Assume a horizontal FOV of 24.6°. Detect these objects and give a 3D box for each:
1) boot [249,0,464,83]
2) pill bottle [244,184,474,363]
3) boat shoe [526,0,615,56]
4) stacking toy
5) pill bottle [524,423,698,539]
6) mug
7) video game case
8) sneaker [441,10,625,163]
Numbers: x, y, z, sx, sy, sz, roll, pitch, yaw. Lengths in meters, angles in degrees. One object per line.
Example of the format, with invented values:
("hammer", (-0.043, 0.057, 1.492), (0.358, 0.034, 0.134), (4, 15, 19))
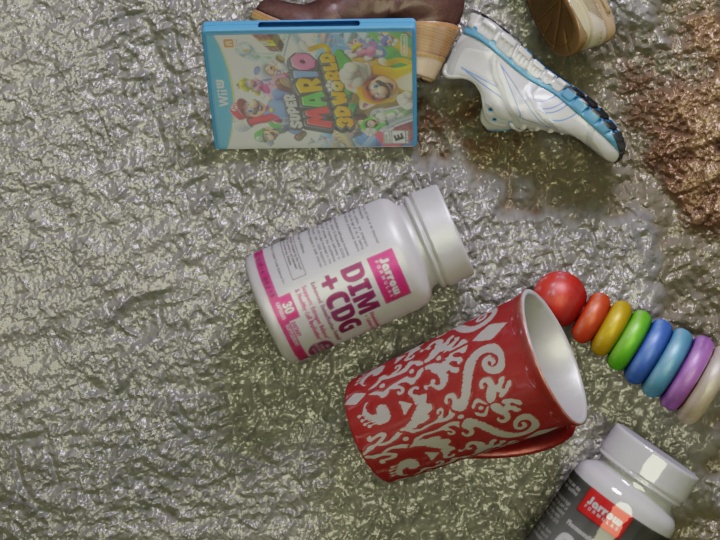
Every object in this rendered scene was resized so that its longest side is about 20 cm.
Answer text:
("boot", (0.006, -0.282, 1.593), (0.199, 0.072, 0.167), (14, 88, -4))
("pill bottle", (0.000, 0.000, 1.580), (0.199, 0.113, 0.114), (-24, 93, 2))
("boat shoe", (0.181, -0.303, 1.589), (0.064, 0.071, 0.201), (-19, 84, -32))
("stacking toy", (0.257, 0.064, 1.604), (0.200, 0.085, 0.086), (31, 93, 6))
("pill bottle", (0.230, 0.255, 1.590), (0.114, 0.114, 0.200), (34, 94, -1))
("mug", (0.106, 0.135, 1.567), (0.199, 0.134, 0.178), (-24, 109, 19))
("video game case", (-0.046, -0.176, 1.576), (0.199, 0.018, 0.143), (-1, 134, 2))
("sneaker", (0.165, -0.159, 1.597), (0.200, 0.075, 0.087), (39, 102, 6))
